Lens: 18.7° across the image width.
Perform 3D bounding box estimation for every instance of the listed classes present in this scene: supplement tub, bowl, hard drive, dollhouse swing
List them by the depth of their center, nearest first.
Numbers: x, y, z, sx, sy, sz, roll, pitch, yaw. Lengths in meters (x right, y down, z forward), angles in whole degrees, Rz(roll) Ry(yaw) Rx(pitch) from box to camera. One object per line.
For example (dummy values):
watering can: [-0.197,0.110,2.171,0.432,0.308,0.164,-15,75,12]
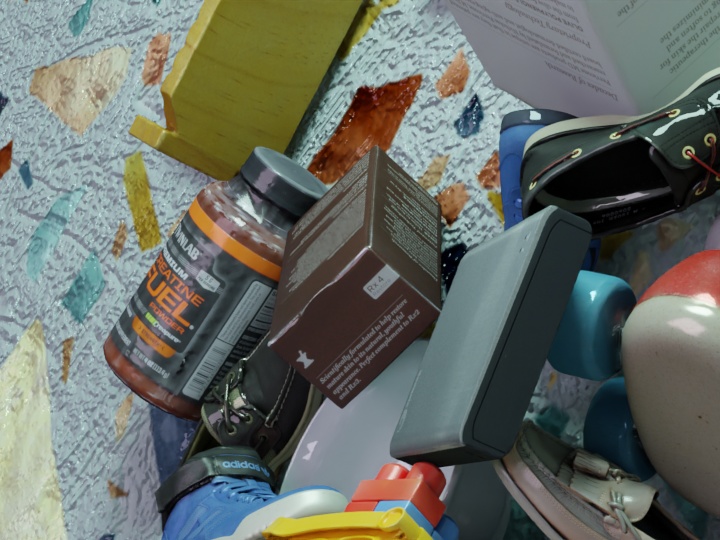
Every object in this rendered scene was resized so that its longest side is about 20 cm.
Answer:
hard drive: [0.072,0.045,1.266,0.200,0.033,0.140,145,147,-78]
bowl: [0.035,0.152,1.432,0.201,0.090,0.202,-39,36,36]
supplement tub: [-0.103,0.007,1.646,0.201,0.107,0.107,-57,42,12]
dollhouse swing: [-0.117,-0.189,1.711,0.175,0.181,0.201,30,93,39]

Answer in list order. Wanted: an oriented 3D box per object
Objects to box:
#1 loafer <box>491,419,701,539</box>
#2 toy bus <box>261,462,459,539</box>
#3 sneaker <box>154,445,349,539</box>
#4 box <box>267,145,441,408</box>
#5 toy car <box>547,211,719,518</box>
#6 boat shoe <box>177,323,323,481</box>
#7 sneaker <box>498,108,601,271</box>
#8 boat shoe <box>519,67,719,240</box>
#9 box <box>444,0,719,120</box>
loafer: [0.166,0.151,1.257,0.200,0.072,0.063,43,119,2]
toy bus: [-0.022,0.200,1.273,0.199,0.136,0.193,-11,40,45]
sneaker: [-0.075,0.154,1.434,0.200,0.076,0.112,-42,42,47]
box: [0.000,0.000,1.494,0.100,0.075,0.200,-44,13,18]
toy car: [0.240,0.026,1.267,0.184,0.177,0.200,12,52,36]
boat shoe: [-0.082,0.108,1.566,0.201,0.066,0.072,-63,39,41]
sneaker: [0.120,-0.030,1.376,0.066,0.200,0.079,6,65,11]
boat shoe: [0.186,-0.065,1.252,0.200,0.074,0.063,-16,37,21]
box: [0.173,-0.202,1.350,0.199,0.172,0.200,-43,40,-10]
